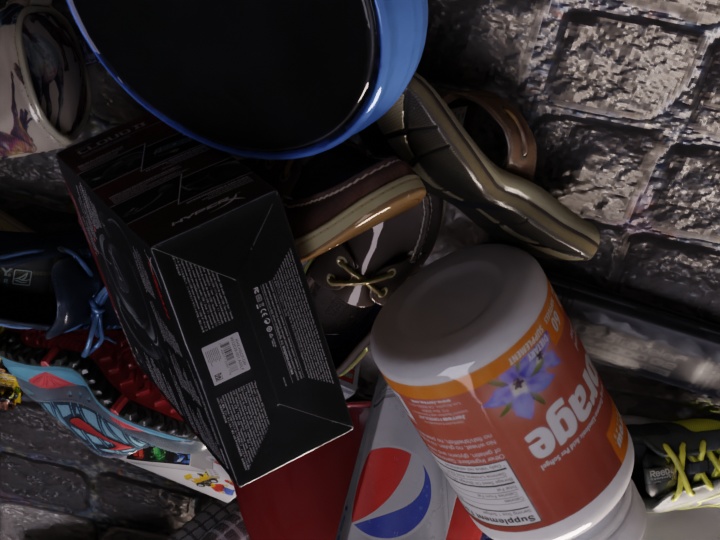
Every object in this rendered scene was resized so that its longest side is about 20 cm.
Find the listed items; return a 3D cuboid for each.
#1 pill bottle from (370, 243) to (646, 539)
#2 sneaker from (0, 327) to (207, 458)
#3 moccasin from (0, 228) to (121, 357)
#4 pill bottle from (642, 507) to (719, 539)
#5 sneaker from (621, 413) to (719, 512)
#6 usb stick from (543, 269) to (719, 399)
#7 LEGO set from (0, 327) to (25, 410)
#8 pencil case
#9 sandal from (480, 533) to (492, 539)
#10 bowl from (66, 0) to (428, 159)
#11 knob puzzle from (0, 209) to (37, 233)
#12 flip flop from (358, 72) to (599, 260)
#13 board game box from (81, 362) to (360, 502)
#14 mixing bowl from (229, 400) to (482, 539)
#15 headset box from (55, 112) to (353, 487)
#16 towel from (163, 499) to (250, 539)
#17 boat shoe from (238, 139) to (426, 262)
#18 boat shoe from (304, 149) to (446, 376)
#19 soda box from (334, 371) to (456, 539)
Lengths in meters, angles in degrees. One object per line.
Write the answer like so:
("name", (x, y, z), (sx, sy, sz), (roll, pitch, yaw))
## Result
("pill bottle", (0.096, 0.091, 1.003), (0.112, 0.112, 0.201), (-14, 124, 29))
("sneaker", (-0.152, 0.083, 1.116), (0.199, 0.079, 0.096), (20, 143, 40))
("moccasin", (-0.190, 0.018, 1.045), (0.199, 0.068, 0.081), (-1, 117, -13))
("pill bottle", (0.241, 0.247, 1.232), (0.110, 0.111, 0.201), (2, 141, 12))
("sneaker", (0.223, 0.130, 1.089), (0.199, 0.085, 0.075), (-11, 93, 27))
("usb stick", (0.161, 0.037, 1.050), (0.199, 0.033, 0.056), (17, 135, -7))
("LEGO set", (-0.345, 0.095, 1.182), (0.199, 0.116, 0.154), (18, 142, -10))
("pencil case", (-0.247, -0.100, 0.944), (0.199, 0.090, 0.078), (-7, 167, 24))
("sandal", (0.049, 0.251, 1.309), (0.199, 0.087, 0.079), (-23, 130, 34))
("bowl", (-0.065, -0.142, 0.823), (0.200, 0.039, 0.201), (18, 135, 19))
("knob puzzle", (-0.328, 0.011, 1.075), (0.218, 0.031, 0.221), (-1, 122, -2))
("flip flop", (0.070, -0.064, 0.923), (0.200, 0.058, 0.081), (31, 169, -40))
("board game box", (-0.103, 0.093, 1.186), (0.126, 0.035, 0.200), (25, 140, -19))
("mixing bowl", (0.005, 0.186, 1.187), (0.199, 0.109, 0.201), (-2, 149, -1))
("headset box", (-0.093, 0.006, 0.933), (0.077, 0.200, 0.150), (-24, 117, -15))
("towel", (-0.104, 0.299, 1.291), (0.085, 0.165, 0.201), (-4, 117, 49))
("boat shoe", (-0.031, -0.048, 0.920), (0.072, 0.072, 0.200), (66, 160, -7))
("boat shoe", (0.000, 0.000, 1.020), (0.071, 0.060, 0.200), (20, 142, -9))
("soda box", (0.026, 0.144, 1.080), (0.063, 0.201, 0.068), (16, 174, -5))
